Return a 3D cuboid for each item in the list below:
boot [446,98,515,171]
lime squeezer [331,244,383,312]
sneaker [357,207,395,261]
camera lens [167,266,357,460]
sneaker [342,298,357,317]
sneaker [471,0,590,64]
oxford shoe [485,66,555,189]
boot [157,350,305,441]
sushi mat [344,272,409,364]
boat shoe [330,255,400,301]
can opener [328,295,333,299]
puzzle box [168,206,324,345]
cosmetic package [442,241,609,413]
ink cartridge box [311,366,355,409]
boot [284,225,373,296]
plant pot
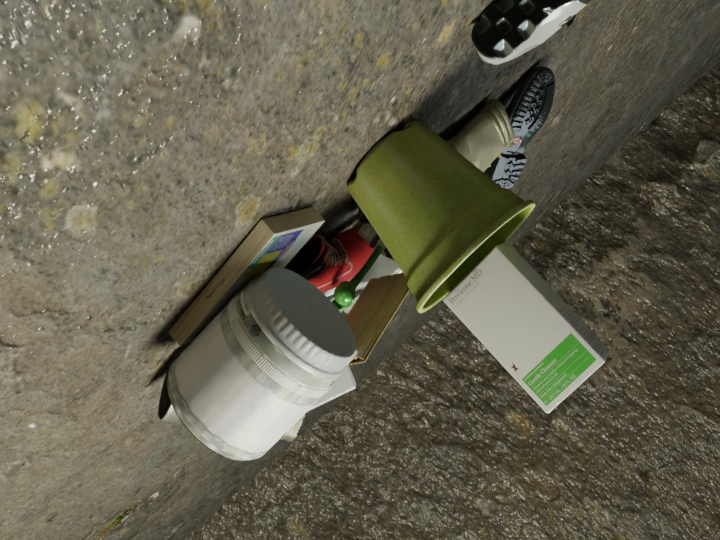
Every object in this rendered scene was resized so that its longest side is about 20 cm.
[{"bbox_3d":[0.168,-0.149,1.592,0.155,0.073,0.201,-45,148,-21],"label":"boot"},{"bbox_3d":[-0.043,0.035,1.440,0.199,0.038,0.071,-34,132,6],"label":"lime squeezer"},{"bbox_3d":[0.044,-0.089,1.493,0.075,0.090,0.201,-55,-167,26],"label":"sneaker"},{"bbox_3d":[-0.123,0.116,1.269,0.200,0.160,0.160,-46,170,18],"label":"camera lens"},{"bbox_3d":[0.018,0.036,1.887,0.084,0.075,0.200,-36,168,-37],"label":"sneaker"},{"bbox_3d":[0.215,-0.311,1.217,0.199,0.074,0.088,-34,171,8],"label":"sneaker"},{"bbox_3d":[0.236,-0.233,1.648,0.072,0.085,0.201,12,115,-34],"label":"oxford shoe"},{"bbox_3d":[-0.157,0.139,1.428,0.183,0.198,0.072,-70,-159,1],"label":"boot"},{"bbox_3d":[0.010,0.061,1.372,0.095,0.012,0.200,-19,-156,39],"label":"sushi mat"},{"bbox_3d":[0.000,0.000,1.585,0.199,0.071,0.063,-26,165,28],"label":"boat shoe"},{"bbox_3d":[-0.109,0.055,1.497,0.200,0.063,0.079,-35,168,-40],"label":"can opener"},{"bbox_3d":[-0.138,0.005,1.286,0.200,0.025,0.133,-47,169,23],"label":"puzzle box"},{"bbox_3d":[0.216,0.071,1.369,0.108,0.200,0.085,-47,171,17],"label":"cosmetic package"},{"bbox_3d":[-0.126,0.166,1.562,0.199,0.085,0.145,-24,-167,-17],"label":"ink cartridge box"},{"bbox_3d":[-0.036,-0.024,1.443,0.199,0.073,0.145,-33,165,-29],"label":"boot"},{"bbox_3d":[0.088,-0.082,1.342,0.200,0.184,0.200,-41,171,-8],"label":"plant pot"}]
